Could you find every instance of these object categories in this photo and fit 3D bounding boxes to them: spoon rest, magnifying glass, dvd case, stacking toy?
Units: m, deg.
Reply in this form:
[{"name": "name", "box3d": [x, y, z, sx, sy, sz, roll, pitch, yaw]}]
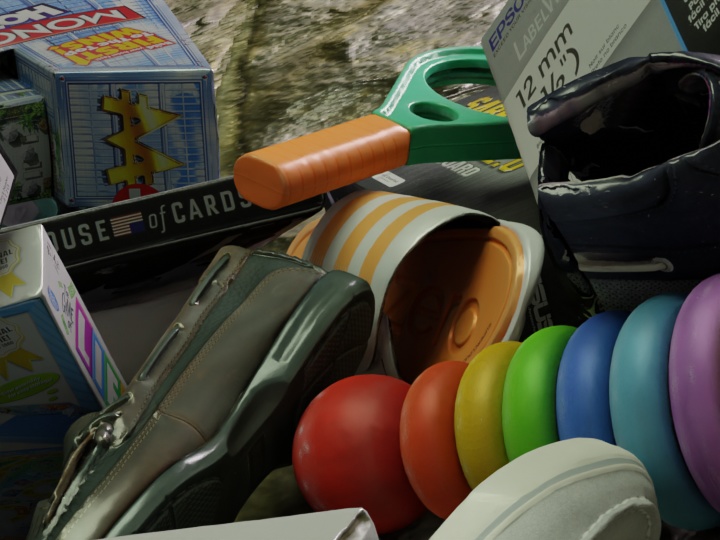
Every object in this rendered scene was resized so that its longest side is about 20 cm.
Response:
[{"name": "spoon rest", "box3d": [-0.122, 0.036, 1.046, 0.199, 0.061, 0.099, -28, 4, -25]}, {"name": "magnifying glass", "box3d": [0.023, -0.056, 1.023, 0.079, 0.023, 0.200, 25, 29, 30]}, {"name": "dvd case", "box3d": [-0.114, 0.000, 1.067, 0.150, 0.025, 0.200, -14, -4, -21]}, {"name": "stacking toy", "box3d": [0.065, 0.052, 0.856, 0.199, 0.086, 0.085, -12, 19, 34]}]

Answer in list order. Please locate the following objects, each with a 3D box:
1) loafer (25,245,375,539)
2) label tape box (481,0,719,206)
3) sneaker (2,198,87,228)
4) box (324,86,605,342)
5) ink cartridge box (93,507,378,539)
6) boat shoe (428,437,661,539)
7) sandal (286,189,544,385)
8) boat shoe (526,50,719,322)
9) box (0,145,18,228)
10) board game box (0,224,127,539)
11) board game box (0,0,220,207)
[{"name": "loafer", "box3d": [-0.069, 0.063, 0.887, 0.063, 0.072, 0.200, 25, 47, 19]}, {"name": "label tape box", "box3d": [0.109, -0.106, 0.966, 0.066, 0.144, 0.201, 14, 38, -29]}, {"name": "sneaker", "box3d": [-0.200, -0.035, 1.218, 0.199, 0.078, 0.140, -9, 22, -39]}, {"name": "box", "box3d": [0.087, -0.035, 1.096, 0.158, 0.049, 0.200, -23, 21, -14]}, {"name": "ink cartridge box", "box3d": [-0.079, 0.145, 0.605, 0.199, 0.146, 0.088, -9, 20, 24]}, {"name": "boat shoe", "box3d": [0.035, 0.113, 0.725, 0.068, 0.072, 0.200, 23, 33, 30]}, {"name": "sandal", "box3d": [-0.003, 0.008, 1.001, 0.059, 0.080, 0.206, 22, -6, -26]}, {"name": "boat shoe", "box3d": [0.147, -0.036, 0.828, 0.199, 0.093, 0.075, -17, 60, 14]}, {"name": "box", "box3d": [-0.230, 0.034, 0.850, 0.199, 0.050, 0.199, 3, 58, 19]}, {"name": "board game box", "box3d": [-0.182, 0.063, 0.929, 0.199, 0.135, 0.034, -14, 47, 8]}, {"name": "board game box", "box3d": [-0.149, -0.073, 1.135, 0.199, 0.062, 0.200, -13, 23, -25]}]
